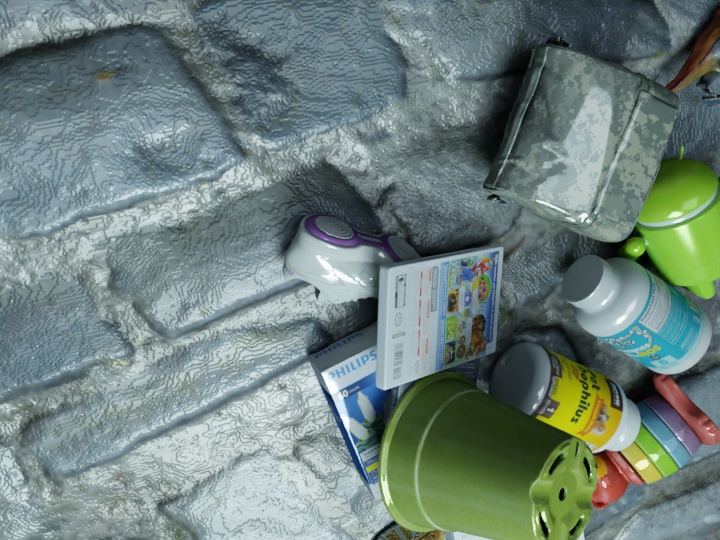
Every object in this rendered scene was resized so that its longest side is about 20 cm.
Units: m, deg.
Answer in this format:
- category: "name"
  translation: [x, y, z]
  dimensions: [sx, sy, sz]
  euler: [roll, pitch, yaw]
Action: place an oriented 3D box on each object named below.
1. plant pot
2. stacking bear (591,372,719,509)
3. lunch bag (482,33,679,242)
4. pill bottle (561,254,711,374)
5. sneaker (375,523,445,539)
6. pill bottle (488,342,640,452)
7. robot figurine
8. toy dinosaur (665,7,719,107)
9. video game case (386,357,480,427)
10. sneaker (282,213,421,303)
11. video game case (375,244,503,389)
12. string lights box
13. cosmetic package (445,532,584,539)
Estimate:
- category: "plant pot"
  translation: [0.157, 0.229, 0.803]
  dimensions: [0.200, 0.190, 0.200]
  euler: [-3, 95, -42]
- category: "stacking bear"
  translation: [0.399, 0.259, 1.015]
  dimensions: [0.200, 0.121, 0.114]
  euler: [-39, 140, 6]
- category: "lunch bag"
  translation: [0.249, -0.153, 0.825]
  dimensions: [0.168, 0.139, 0.200]
  euler: [18, 99, -23]
- category: "pill bottle"
  translation: [0.364, 0.054, 0.939]
  dimensions: [0.200, 0.111, 0.111]
  euler: [29, 95, -22]
- category: "sneaker"
  translation: [0.043, 0.426, 0.972]
  dimensions: [0.200, 0.076, 0.088]
  euler: [-40, 129, 0]
- category: "pill bottle"
  translation: [0.280, 0.179, 0.948]
  dimensions: [0.200, 0.109, 0.109]
  euler: [24, 97, -23]
- category: "robot figurine"
  translation: [0.427, -0.061, 0.924]
  dimensions: [0.175, 0.116, 0.200]
  euler: [-35, 113, 3]
- category: "toy dinosaur"
  translation: [0.471, -0.310, 0.887]
  dimensions: [0.200, 0.105, 0.182]
  euler: [1, 85, -6]
- category: "video game case"
  translation: [0.093, 0.154, 0.877]
  dimensions: [0.143, 0.019, 0.200]
  euler: [10, 88, -41]
- category: "sneaker"
  translation: [0.000, 0.000, 0.837]
  dimensions: [0.200, 0.075, 0.100]
  euler: [20, 123, -26]
- category: "video game case"
  translation: [0.098, 0.051, 0.838]
  dimensions: [0.200, 0.018, 0.143]
  euler: [-10, 108, -40]
- category: "string lights box"
  translation: [0.020, 0.177, 0.887]
  dimensions: [0.103, 0.059, 0.200]
  euler: [-26, 113, -13]
- category: "cosmetic package"
  translation: [0.228, 0.393, 1.026]
  dimensions: [0.200, 0.052, 0.151]
  euler: [-18, 107, -13]
